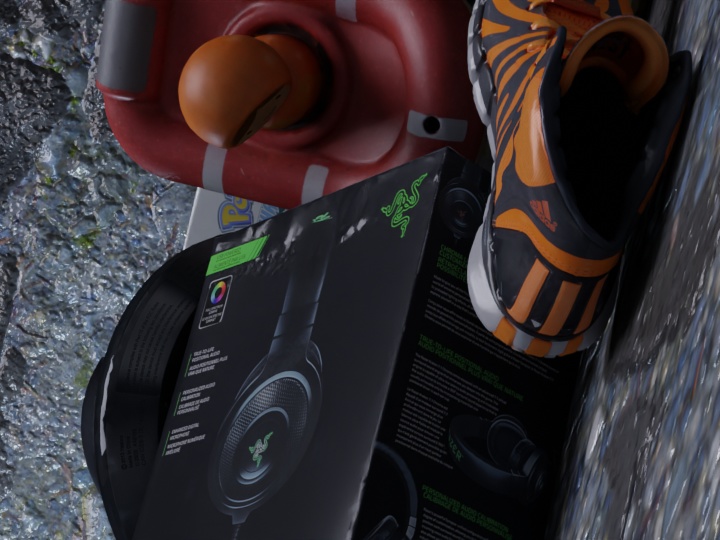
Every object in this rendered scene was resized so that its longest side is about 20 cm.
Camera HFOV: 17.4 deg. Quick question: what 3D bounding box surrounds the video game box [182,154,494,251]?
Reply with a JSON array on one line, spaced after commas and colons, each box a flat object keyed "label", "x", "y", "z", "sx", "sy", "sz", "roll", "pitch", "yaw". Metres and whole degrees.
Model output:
[{"label": "video game box", "x": 0.000, "y": 0.000, "z": 1.186, "sx": 0.047, "sy": 0.181, "sz": 0.201, "roll": -32, "pitch": -41, "yaw": -65}]

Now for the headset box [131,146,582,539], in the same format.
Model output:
[{"label": "headset box", "x": 0.000, "y": 0.061, "z": 0.980, "sx": 0.174, "sy": 0.093, "sz": 0.201, "roll": -18, "pitch": 50, "yaw": 52}]

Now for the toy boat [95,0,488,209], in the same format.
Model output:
[{"label": "toy boat", "x": -0.040, "y": -0.087, "z": 1.083, "sx": 0.131, "sy": 0.199, "sz": 0.131, "roll": -32, "pitch": -47, "yaw": -66}]

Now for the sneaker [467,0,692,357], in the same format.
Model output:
[{"label": "sneaker", "x": 0.089, "y": -0.075, "z": 0.887, "sx": 0.112, "sy": 0.077, "sz": 0.201, "roll": 113, "pitch": 162, "yaw": -54}]

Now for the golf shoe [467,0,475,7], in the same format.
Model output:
[{"label": "golf shoe", "x": 0.057, "y": -0.234, "z": 1.174, "sx": 0.095, "sy": 0.077, "sz": 0.201, "roll": 78, "pitch": -165, "yaw": -77}]

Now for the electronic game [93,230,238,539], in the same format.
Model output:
[{"label": "electronic game", "x": -0.039, "y": 0.080, "z": 1.091, "sx": 0.042, "sy": 0.200, "sz": 0.201, "roll": -12, "pitch": 56, "yaw": 47}]

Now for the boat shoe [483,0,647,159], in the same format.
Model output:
[{"label": "boat shoe", "x": 0.094, "y": -0.116, "z": 1.067, "sx": 0.073, "sy": 0.062, "sz": 0.201, "roll": -81, "pitch": 5, "yaw": -73}]

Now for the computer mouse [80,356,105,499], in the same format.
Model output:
[{"label": "computer mouse", "x": -0.089, "y": 0.136, "z": 1.228, "sx": 0.053, "sy": 0.200, "sz": 0.138, "roll": -38, "pitch": -6, "yaw": 3}]
